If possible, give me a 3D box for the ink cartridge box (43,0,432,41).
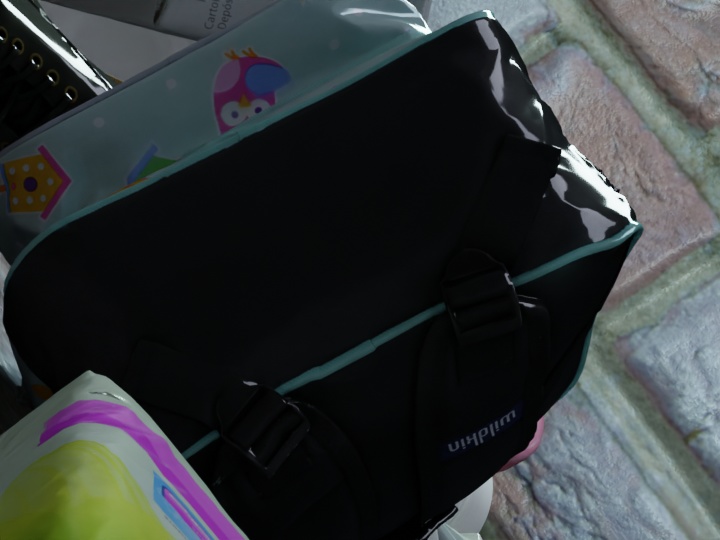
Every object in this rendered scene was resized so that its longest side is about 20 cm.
[{"bbox_3d":[-0.091,-0.112,0.873,0.176,0.045,0.200,12,5,-22],"label":"ink cartridge box"}]

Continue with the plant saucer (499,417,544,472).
[{"bbox_3d":[0.000,0.000,1.015,0.201,0.051,0.201,50,18,-23],"label":"plant saucer"}]

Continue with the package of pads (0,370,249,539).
[{"bbox_3d":[-0.022,0.108,0.395,0.155,0.068,0.200,54,2,-8],"label":"package of pads"}]

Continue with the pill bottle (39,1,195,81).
[{"bbox_3d":[-0.144,-0.130,1.416,0.114,0.114,0.200,55,0,-15],"label":"pill bottle"}]

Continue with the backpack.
[{"bbox_3d":[-0.018,0.013,0.759,0.153,0.176,0.200,55,-10,24],"label":"backpack"}]

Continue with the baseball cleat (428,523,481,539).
[{"bbox_3d":[0.013,0.144,1.109,0.200,0.070,0.107,33,42,-45],"label":"baseball cleat"}]

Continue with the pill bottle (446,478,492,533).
[{"bbox_3d":[-0.013,0.066,1.185,0.113,0.113,0.200,56,0,38],"label":"pill bottle"}]

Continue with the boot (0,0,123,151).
[{"bbox_3d":[-0.140,-0.068,0.967,0.200,0.077,0.138,44,3,11],"label":"boot"}]
